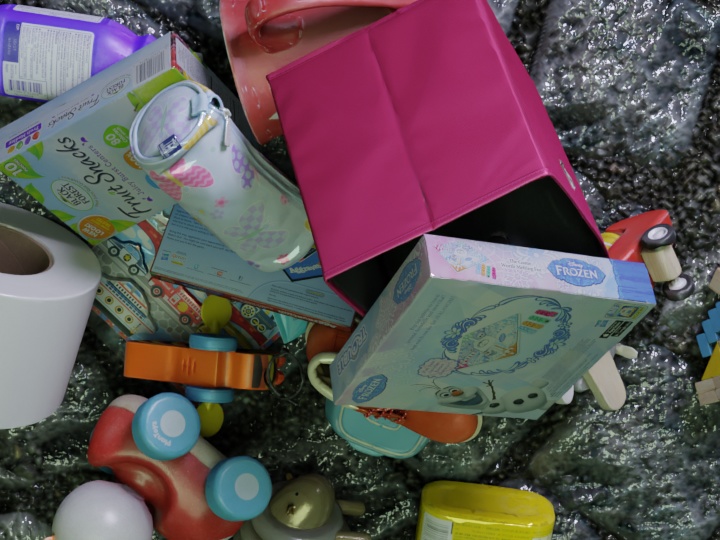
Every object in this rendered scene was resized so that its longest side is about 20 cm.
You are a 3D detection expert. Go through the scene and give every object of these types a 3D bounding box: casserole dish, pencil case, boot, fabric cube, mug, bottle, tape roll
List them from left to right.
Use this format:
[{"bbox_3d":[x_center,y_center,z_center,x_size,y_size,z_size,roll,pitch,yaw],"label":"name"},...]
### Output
[{"bbox_3d":[-0.356,0.036,1.261,0.201,0.203,0.140,20,111,-5],"label":"tape roll"},{"bbox_3d":[-0.246,-0.191,1.244,0.198,0.065,0.084,8,115,0],"label":"bottle"},{"bbox_3d":[-0.115,-0.080,1.187,0.090,0.083,0.200,-33,137,10],"label":"pencil case"},{"bbox_3d":[-0.012,-0.196,1.179,0.198,0.178,0.135,-14,103,3],"label":"mug"},{"bbox_3d":[0.031,0.119,1.284,0.199,0.107,0.075,31,109,-10],"label":"boot"},{"bbox_3d":[0.038,0.107,1.355,0.120,0.039,0.201,20,111,-4],"label":"casserole dish"},{"bbox_3d":[0.066,-0.081,1.120,0.199,0.201,0.196,-25,150,14],"label":"fabric cube"}]

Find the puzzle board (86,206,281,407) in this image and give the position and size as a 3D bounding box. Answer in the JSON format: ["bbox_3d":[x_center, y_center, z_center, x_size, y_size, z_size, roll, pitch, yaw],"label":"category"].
[{"bbox_3d":[-0.181,0.026,1.347,0.151,0.017,0.200,-42,103,15],"label":"puzzle board"}]

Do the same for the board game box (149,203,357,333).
[{"bbox_3d":[-0.089,-0.016,1.279,0.198,0.019,0.104,15,73,7],"label":"board game box"}]

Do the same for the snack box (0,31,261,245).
[{"bbox_3d":[-0.209,-0.115,1.232,0.199,0.053,0.142,-24,138,19],"label":"snack box"}]

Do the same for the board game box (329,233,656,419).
[{"bbox_3d":[0.101,0.052,1.094,0.197,0.044,0.200,6,145,-23],"label":"board game box"}]

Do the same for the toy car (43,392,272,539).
[{"bbox_3d":[-0.217,0.242,1.296,0.177,0.184,0.201,42,63,-13],"label":"toy car"}]

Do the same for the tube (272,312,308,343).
[{"bbox_3d":[0.000,0.000,1.314,0.199,0.050,0.078,-22,88,13],"label":"tube"}]

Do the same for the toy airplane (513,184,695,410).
[{"bbox_3d":[0.197,0.027,1.264,0.198,0.141,0.202,8,99,-34],"label":"toy airplane"}]

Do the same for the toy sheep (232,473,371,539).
[{"bbox_3d":[-0.068,0.290,1.382,0.137,0.138,0.201,14,116,-2],"label":"toy sheep"}]

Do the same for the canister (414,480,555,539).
[{"bbox_3d":[0.119,0.328,1.408,0.147,0.087,0.202,7,109,0],"label":"canister"}]

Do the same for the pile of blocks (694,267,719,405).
[{"bbox_3d":[0.381,0.040,1.311,0.062,0.082,0.201,-7,129,-40],"label":"pile of blocks"}]

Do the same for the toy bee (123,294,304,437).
[{"bbox_3d":[-0.126,0.102,1.318,0.199,0.108,0.132,29,100,25],"label":"toy bee"}]
